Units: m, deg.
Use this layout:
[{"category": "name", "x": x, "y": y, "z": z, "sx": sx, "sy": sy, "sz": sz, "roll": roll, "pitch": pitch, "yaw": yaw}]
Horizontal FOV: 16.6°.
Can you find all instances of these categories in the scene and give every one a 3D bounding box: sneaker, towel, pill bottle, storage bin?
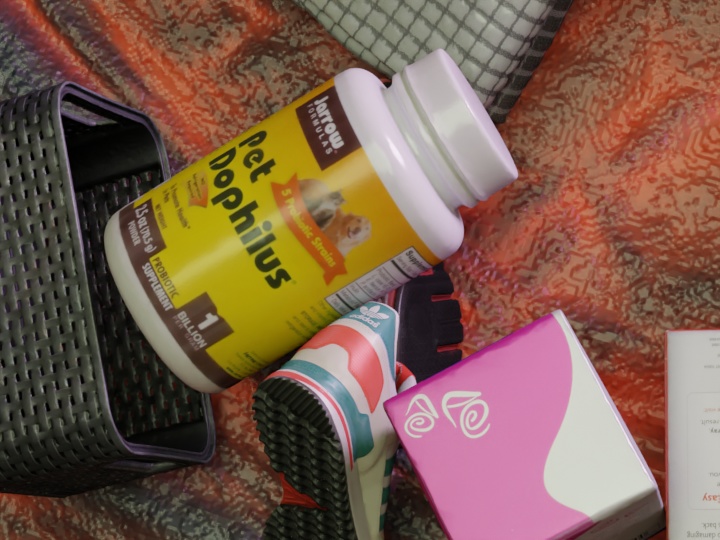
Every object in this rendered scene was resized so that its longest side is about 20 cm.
[{"category": "sneaker", "x": -0.001, "y": 0.097, "z": 1.282, "sx": 0.070, "sy": 0.200, "sz": 0.093, "roll": 27, "pitch": 57, "yaw": 25}, {"category": "towel", "x": 0.035, "y": -0.198, "z": 1.344, "sx": 0.200, "sy": 0.086, "sz": 0.166, "roll": 39, "pitch": 116, "yaw": 17}, {"category": "sneaker", "x": 0.000, "y": 0.000, "z": 1.356, "sx": 0.087, "sy": 0.074, "sz": 0.201, "roll": -9, "pitch": 81, "yaw": 31}, {"category": "pill bottle", "x": -0.023, "y": -0.029, "z": 1.259, "sx": 0.200, "sy": 0.109, "sz": 0.109, "roll": -31, "pitch": 77, "yaw": 9}, {"category": "storage bin", "x": -0.158, "y": 0.013, "z": 1.322, "sx": 0.093, "sy": 0.135, "sz": 0.201, "roll": -14, "pitch": 78, "yaw": 18}]

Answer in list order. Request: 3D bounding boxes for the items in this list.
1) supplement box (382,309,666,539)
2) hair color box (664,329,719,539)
[{"category": "supplement box", "x": 0.088, "y": 0.101, "z": 1.247, "sx": 0.101, "sy": 0.200, "sz": 0.104, "roll": -28, "pitch": 78, "yaw": 2}, {"category": "hair color box", "x": 0.207, "y": 0.131, "z": 1.246, "sx": 0.101, "sy": 0.061, "sz": 0.201, "roll": -1, "pitch": 81, "yaw": 16}]
